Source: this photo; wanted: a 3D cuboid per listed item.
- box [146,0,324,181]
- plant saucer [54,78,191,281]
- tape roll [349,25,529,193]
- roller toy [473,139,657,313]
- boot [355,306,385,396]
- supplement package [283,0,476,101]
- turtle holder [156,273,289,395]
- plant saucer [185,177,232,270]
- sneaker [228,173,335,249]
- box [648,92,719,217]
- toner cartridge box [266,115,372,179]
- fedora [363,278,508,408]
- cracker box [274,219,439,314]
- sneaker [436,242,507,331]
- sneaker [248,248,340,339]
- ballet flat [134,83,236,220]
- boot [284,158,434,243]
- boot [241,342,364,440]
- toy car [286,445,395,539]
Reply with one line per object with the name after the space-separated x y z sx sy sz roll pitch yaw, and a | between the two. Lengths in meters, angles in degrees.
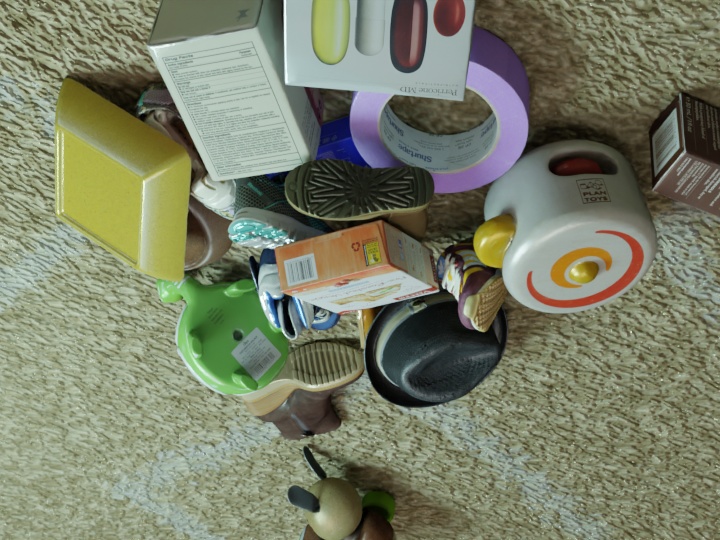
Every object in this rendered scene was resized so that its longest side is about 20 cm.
-0.131 -0.211 1.562 0.127 0.110 0.201 -7 135 15 | box
-0.290 -0.094 1.671 0.199 0.048 0.201 31 136 22 | plant saucer
0.089 -0.180 1.599 0.198 0.066 0.201 4 138 4 | tape roll
0.240 -0.045 1.640 0.182 0.141 0.200 -32 138 23 | roller toy
0.071 0.082 1.894 0.142 0.071 0.202 -12 128 3 | boot
0.023 -0.297 1.420 0.189 0.148 0.201 5 137 3 | supplement package
-0.189 0.086 1.871 0.184 0.142 0.132 19 163 -16 | turtle holder
-0.253 -0.064 1.762 0.198 0.035 0.201 15 143 12 | plant saucer
-0.082 -0.066 1.672 0.077 0.092 0.200 -14 161 25 | sneaker
0.426 -0.110 1.601 0.198 0.101 0.075 20 136 -14 | box
-0.073 -0.113 1.708 0.198 0.043 0.095 -15 134 23 | toner cartridge box
0.107 0.108 1.828 0.198 0.092 0.203 -6 115 -14 | fedora
0.000 0.000 1.670 0.133 0.058 0.200 -14 167 17 | cracker box
0.127 0.015 1.713 0.089 0.200 0.076 19 106 11 | sneaker
-0.079 0.047 1.805 0.080 0.147 0.201 -5 136 14 | sneaker
-0.192 -0.122 1.655 0.072 0.072 0.201 -29 108 33 | ballet flat
-0.001 -0.065 1.648 0.173 0.067 0.200 4 167 -2 | boot
-0.060 0.174 2.017 0.198 0.073 0.166 -14 145 20 | boot
-0.053 0.368 2.149 0.157 0.165 0.201 -18 122 25 | toy car
